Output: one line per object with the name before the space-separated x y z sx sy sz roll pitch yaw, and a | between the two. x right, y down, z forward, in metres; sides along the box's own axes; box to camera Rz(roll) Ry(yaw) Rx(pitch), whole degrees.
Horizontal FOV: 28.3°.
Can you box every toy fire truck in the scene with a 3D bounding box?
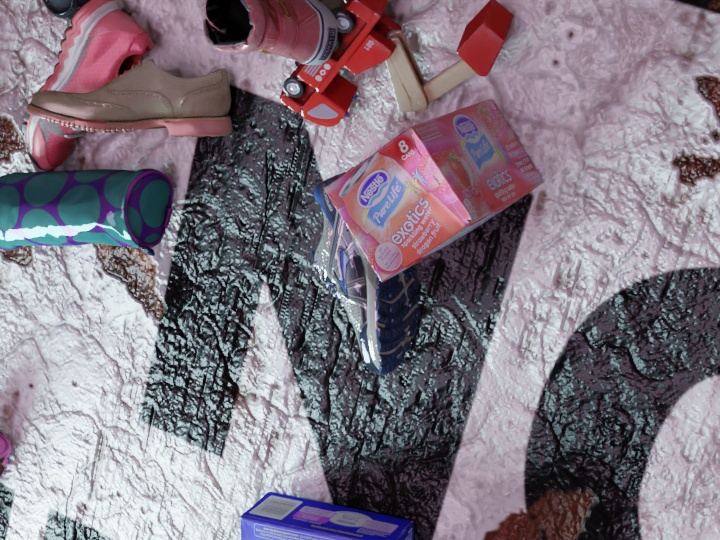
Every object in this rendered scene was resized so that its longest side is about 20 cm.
toy fire truck | 0.029 -0.190 1.298 0.141 0.049 0.200 33 131 -11

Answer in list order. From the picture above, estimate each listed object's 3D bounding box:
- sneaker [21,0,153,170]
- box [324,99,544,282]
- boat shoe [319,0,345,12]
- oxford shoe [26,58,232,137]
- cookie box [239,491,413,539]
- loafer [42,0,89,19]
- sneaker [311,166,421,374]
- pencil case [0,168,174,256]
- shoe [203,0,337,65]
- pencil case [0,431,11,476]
sneaker | -0.275 -0.174 1.444 0.087 0.074 0.201 34 116 9
box | 0.069 -0.074 1.234 0.102 0.200 0.095 -33 88 28
boat shoe | -0.008 -0.319 1.281 0.072 0.068 0.201 23 116 15
oxford shoe | -0.225 -0.171 1.395 0.199 0.071 0.074 1 100 -11
cookie box | -0.036 0.345 1.458 0.170 0.075 0.201 8 105 23
loafer | -0.331 -0.347 1.428 0.068 0.070 0.201 -18 94 28
sneaker | 0.000 0.000 1.367 0.085 0.077 0.201 -5 93 36
pencil case | -0.292 -0.061 1.473 0.199 0.092 0.085 1 64 26
shoe | -0.108 -0.243 1.292 0.200 0.091 0.072 41 120 46
pencil case | -0.478 0.262 1.636 0.091 0.094 0.201 34 115 14
